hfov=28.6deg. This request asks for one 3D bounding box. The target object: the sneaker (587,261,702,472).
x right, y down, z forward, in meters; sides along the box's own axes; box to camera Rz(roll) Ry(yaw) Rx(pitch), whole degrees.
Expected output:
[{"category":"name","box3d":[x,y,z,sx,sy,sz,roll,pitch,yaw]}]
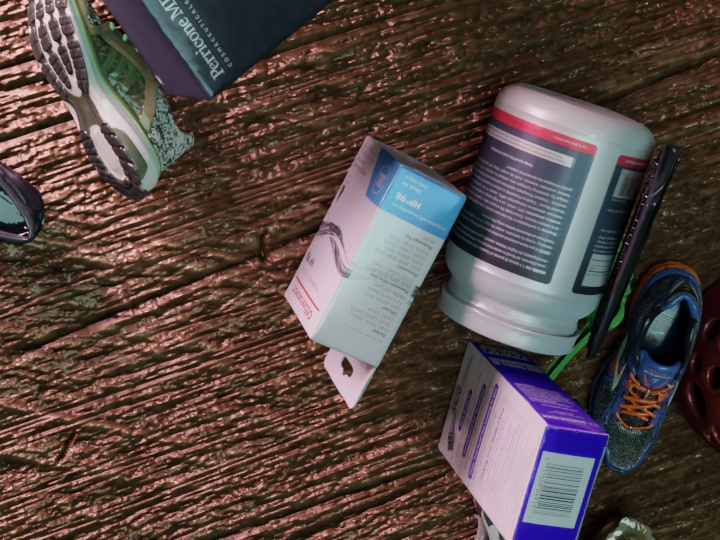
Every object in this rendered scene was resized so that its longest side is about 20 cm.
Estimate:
[{"category":"sneaker","box3d":[0.259,0.092,1.286,0.075,0.078,0.201,14,101,1]}]

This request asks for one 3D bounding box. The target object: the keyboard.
[{"category":"keyboard","box3d":[0.231,-0.027,1.185,0.020,0.127,0.201,24,137,11]}]

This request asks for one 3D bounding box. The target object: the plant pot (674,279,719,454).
[{"category":"plant pot","box3d":[0.411,0.110,1.285,0.199,0.183,0.202,-5,110,-14]}]

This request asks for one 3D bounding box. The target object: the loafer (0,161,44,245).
[{"category":"loafer","box3d":[-0.332,-0.086,1.090,0.200,0.070,0.068,35,96,-21]}]

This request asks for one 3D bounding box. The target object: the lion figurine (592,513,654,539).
[{"category":"lion figurine","box3d":[0.273,0.326,1.384,0.123,0.072,0.200,-50,126,-4]}]

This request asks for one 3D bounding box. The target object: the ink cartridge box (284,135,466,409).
[{"category":"ink cartridge box","box3d":[0.000,0.000,1.178,0.066,0.116,0.201,25,99,-20]}]

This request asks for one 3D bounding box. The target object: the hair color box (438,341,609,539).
[{"category":"hair color box","box3d":[0.135,0.148,1.213,0.064,0.200,0.110,11,104,-19]}]

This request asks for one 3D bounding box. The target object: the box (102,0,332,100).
[{"category":"box","box3d":[-0.110,-0.264,1.046,0.200,0.117,0.197,-41,113,-13]}]

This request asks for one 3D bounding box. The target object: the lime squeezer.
[{"category":"lime squeezer","box3d":[0.214,0.011,1.276,0.070,0.038,0.201,11,102,-21]}]

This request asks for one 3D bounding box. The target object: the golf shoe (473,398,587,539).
[{"category":"golf shoe","box3d":[0.155,0.210,1.307,0.087,0.077,0.201,15,102,-11]}]

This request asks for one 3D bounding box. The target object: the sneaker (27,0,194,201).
[{"category":"sneaker","box3d":[-0.194,-0.160,1.117,0.088,0.077,0.201,-36,114,-35]}]

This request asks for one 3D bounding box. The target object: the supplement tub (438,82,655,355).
[{"category":"supplement tub","box3d":[0.154,-0.045,1.190,0.139,0.140,0.201,14,103,-18]}]
